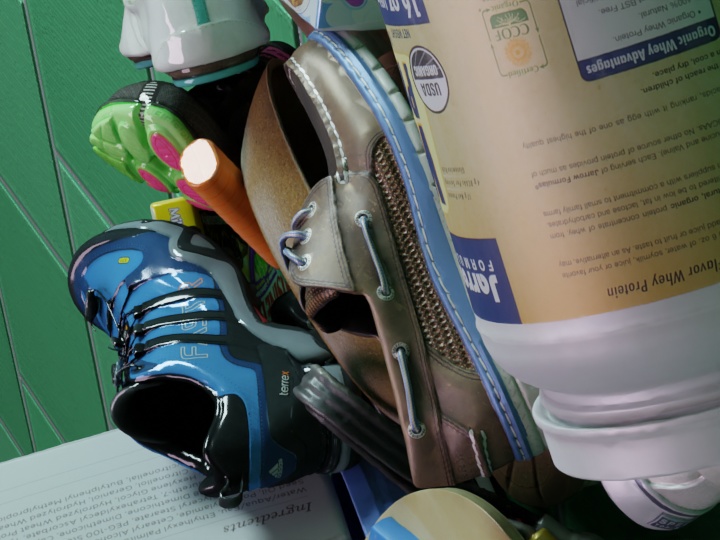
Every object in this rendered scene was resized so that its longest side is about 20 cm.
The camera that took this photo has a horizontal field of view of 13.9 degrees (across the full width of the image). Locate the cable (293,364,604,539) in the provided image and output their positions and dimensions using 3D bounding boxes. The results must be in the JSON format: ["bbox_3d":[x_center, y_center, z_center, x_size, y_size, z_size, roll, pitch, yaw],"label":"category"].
[{"bbox_3d":[0.055,0.096,1.270,0.200,0.050,0.097,44,-175,-11],"label":"cable"}]

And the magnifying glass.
[{"bbox_3d":[-0.025,-0.002,1.350,0.200,0.022,0.080,43,-161,-50],"label":"magnifying glass"}]

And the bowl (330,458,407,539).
[{"bbox_3d":[0.032,0.171,1.358,0.201,0.039,0.201,163,90,-85],"label":"bowl"}]

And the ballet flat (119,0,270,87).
[{"bbox_3d":[-0.075,-0.122,1.302,0.200,0.069,0.070,-136,28,-79],"label":"ballet flat"}]

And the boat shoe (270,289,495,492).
[{"bbox_3d":[0.014,0.088,1.475,0.200,0.066,0.075,66,162,10],"label":"boat shoe"}]

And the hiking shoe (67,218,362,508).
[{"bbox_3d":[-0.085,0.036,1.337,0.200,0.087,0.075,32,131,44],"label":"hiking shoe"}]

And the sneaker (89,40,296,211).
[{"bbox_3d":[-0.063,-0.072,1.384,0.077,0.084,0.200,22,-175,19],"label":"sneaker"}]

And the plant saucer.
[{"bbox_3d":[0.000,0.000,1.313,0.200,0.035,0.200,56,-170,-16],"label":"plant saucer"}]

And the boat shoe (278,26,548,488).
[{"bbox_3d":[0.007,-0.007,1.162,0.200,0.072,0.072,63,177,25],"label":"boat shoe"}]

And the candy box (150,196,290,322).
[{"bbox_3d":[-0.060,0.013,1.507,0.200,0.026,0.103,-9,-91,-78],"label":"candy box"}]

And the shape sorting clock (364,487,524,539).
[{"bbox_3d":[0.040,0.188,1.197,0.200,0.039,0.201,-8,81,60],"label":"shape sorting clock"}]

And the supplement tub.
[{"bbox_3d":[0.092,-0.046,0.961,0.144,0.144,0.200,11,120,70],"label":"supplement tub"}]

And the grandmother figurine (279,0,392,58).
[{"bbox_3d":[0.009,-0.083,1.324,0.200,0.060,0.121,59,-172,20],"label":"grandmother figurine"}]

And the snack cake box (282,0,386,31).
[{"bbox_3d":[-0.026,-0.189,1.235,0.200,0.067,0.115,44,132,52],"label":"snack cake box"}]

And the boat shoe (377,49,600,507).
[{"bbox_3d":[0.058,-0.002,1.240,0.073,0.063,0.200,-21,89,54],"label":"boat shoe"}]

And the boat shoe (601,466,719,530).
[{"bbox_3d":[0.100,-0.003,1.140,0.070,0.071,0.200,-37,68,43],"label":"boat shoe"}]

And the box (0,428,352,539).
[{"bbox_3d":[-0.091,0.187,1.385,0.131,0.200,0.199,-112,7,-55],"label":"box"}]
